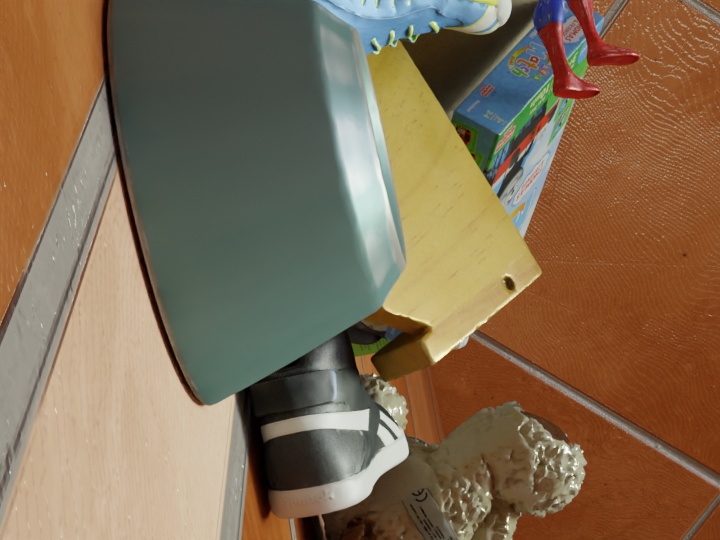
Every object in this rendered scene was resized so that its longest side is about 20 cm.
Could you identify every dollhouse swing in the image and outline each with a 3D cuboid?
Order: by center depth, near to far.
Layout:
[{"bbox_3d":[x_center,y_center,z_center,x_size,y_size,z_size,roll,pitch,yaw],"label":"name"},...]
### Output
[{"bbox_3d":[-0.028,-0.033,1.133,0.182,0.176,0.200,-36,95,-49],"label":"dollhouse swing"}]

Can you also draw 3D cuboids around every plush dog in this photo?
[{"bbox_3d":[0.044,0.177,1.231,0.161,0.200,0.172,-60,141,-30],"label":"plush dog"}]

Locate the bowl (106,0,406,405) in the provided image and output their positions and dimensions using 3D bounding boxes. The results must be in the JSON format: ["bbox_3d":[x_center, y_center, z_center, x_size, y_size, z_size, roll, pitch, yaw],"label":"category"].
[{"bbox_3d":[-0.040,-0.047,0.892,0.201,0.105,0.201,-13,90,-86],"label":"bowl"}]

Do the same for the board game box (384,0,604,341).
[{"bbox_3d":[0.084,-0.058,1.240,0.151,0.037,0.200,-48,163,-42],"label":"board game box"}]

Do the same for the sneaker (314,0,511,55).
[{"bbox_3d":[-0.004,-0.144,1.039,0.200,0.105,0.076,21,7,-45],"label":"sneaker"}]

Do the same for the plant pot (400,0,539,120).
[{"bbox_3d":[0.053,-0.203,1.280,0.200,0.183,0.201,24,48,-29],"label":"plant pot"}]

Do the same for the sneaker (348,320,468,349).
[{"bbox_3d":[0.000,0.000,1.353,0.200,0.114,0.076,55,33,-52],"label":"sneaker"}]

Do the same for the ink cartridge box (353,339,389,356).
[{"bbox_3d":[-0.003,-0.048,1.663,0.148,0.076,0.200,72,9,-61],"label":"ink cartridge box"}]

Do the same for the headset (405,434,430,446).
[{"bbox_3d":[0.023,0.195,1.548,0.200,0.094,0.124,59,17,-29],"label":"headset"}]

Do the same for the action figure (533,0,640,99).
[{"bbox_3d":[0.137,-0.204,1.169,0.065,0.099,0.200,-39,-119,51],"label":"action figure"}]

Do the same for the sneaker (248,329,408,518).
[{"bbox_3d":[-0.019,0.064,1.095,0.200,0.073,0.112,-53,133,-83],"label":"sneaker"}]
